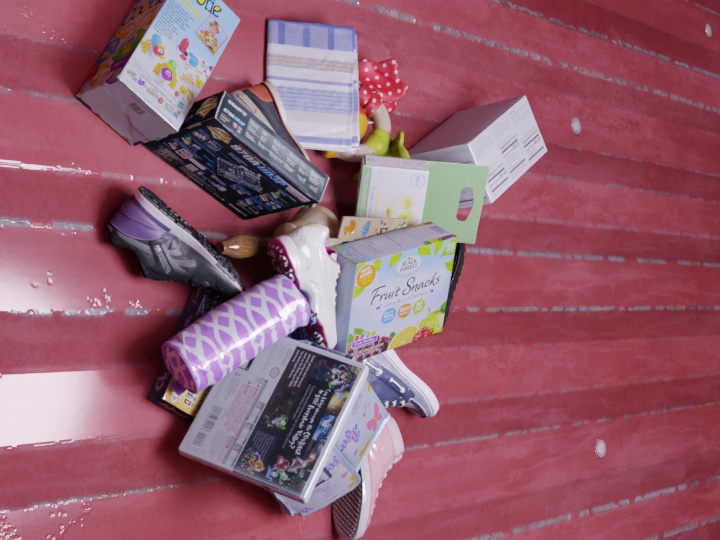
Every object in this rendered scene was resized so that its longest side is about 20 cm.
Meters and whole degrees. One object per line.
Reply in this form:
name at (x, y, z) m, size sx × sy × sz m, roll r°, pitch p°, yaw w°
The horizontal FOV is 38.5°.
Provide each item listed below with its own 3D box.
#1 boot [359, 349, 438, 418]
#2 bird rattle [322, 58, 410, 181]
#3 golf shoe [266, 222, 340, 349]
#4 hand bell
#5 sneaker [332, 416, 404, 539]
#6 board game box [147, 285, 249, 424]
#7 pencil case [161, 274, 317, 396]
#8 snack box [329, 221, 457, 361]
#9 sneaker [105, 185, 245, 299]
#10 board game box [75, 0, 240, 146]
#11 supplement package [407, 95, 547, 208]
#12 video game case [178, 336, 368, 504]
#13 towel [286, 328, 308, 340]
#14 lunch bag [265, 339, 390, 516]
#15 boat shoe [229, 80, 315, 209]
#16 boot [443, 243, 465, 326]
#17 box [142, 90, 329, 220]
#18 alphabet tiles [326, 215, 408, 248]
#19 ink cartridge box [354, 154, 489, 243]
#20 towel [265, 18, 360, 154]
boot at (0.040, 0.190, 1.610) m, size 0.200 × 0.073 × 0.090 m, roll 48°, pitch 62°, yaw -28°
bird rattle at (0.004, -0.239, 1.614) m, size 0.163 × 0.113 × 0.200 m, roll -2°, pitch 83°, yaw -29°
golf shoe at (-0.056, 0.023, 1.415) m, size 0.092 × 0.075 × 0.200 m, roll -36°, pitch 130°, yaw -24°
hand bell at (-0.123, -0.038, 1.423) m, size 0.200 × 0.104 × 0.104 m, roll -7°, pitch 89°, yaw -55°
sneaker at (0.019, 0.306, 1.558) m, size 0.105 × 0.075 × 0.200 m, roll 15°, pitch 70°, yaw -38°
board game box at (-0.193, 0.113, 1.400) m, size 0.135 × 0.035 × 0.200 m, roll 39°, pitch 58°, yaw -35°
pencil case at (-0.158, 0.081, 1.329) m, size 0.200 × 0.086 × 0.084 m, roll -30°, pitch 71°, yaw -28°
snack box at (0.041, 0.031, 1.514) m, size 0.200 × 0.068 × 0.169 m, roll -16°, pitch 125°, yaw -39°
sneaker at (-0.242, -0.015, 1.343) m, size 0.088 × 0.076 × 0.200 m, roll -45°, pitch 112°, yaw 4°
board game box at (-0.260, -0.277, 1.339) m, size 0.105 × 0.103 × 0.200 m, roll 43°, pitch 56°, yaw -33°
supplement package at (0.191, -0.196, 1.753) m, size 0.200 × 0.156 × 0.111 m, roll -41°, pitch 114°, yaw -41°
video game case at (-0.110, 0.181, 1.335) m, size 0.023 × 0.182 × 0.200 m, roll 81°, pitch 31°, yaw -56°
towel at (-0.075, 0.095, 1.500) m, size 0.200 × 0.024 × 0.145 m, roll -17°, pitch 106°, yaw -55°
lunch bag at (-0.063, 0.229, 1.424) m, size 0.200 × 0.127 × 0.170 m, roll -56°, pitch 143°, yaw -24°
boat shoe at (-0.123, -0.175, 1.472) m, size 0.063 × 0.071 × 0.200 m, roll -21°, pitch 85°, yaw -28°
boot at (0.088, -0.009, 1.674) m, size 0.158 × 0.079 × 0.211 m, roll 28°, pitch 66°, yaw -40°
box at (-0.166, -0.147, 1.377) m, size 0.200 × 0.159 × 0.046 m, roll 37°, pitch 58°, yaw -35°
alphabet tiles at (0.000, 0.000, 1.512) m, size 0.200 × 0.006 × 0.167 m, roll -1°, pitch 114°, yaw -44°
ink cartridge box at (0.092, -0.099, 1.591) m, size 0.048 × 0.200 × 0.146 m, roll -91°, pitch -172°, yaw -58°
towel at (-0.072, -0.277, 1.553) m, size 0.147 × 0.024 × 0.200 m, roll 2°, pitch 80°, yaw -16°
